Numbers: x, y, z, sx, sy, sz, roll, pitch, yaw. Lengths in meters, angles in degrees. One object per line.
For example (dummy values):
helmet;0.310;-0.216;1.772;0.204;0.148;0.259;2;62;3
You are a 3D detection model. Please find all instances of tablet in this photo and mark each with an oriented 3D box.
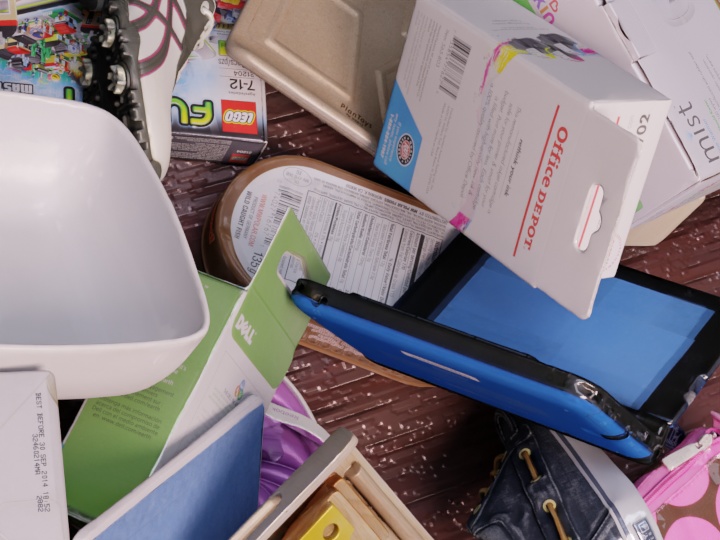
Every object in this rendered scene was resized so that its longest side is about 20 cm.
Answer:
tablet;-0.101;0.156;1.072;0.014;0.131;0.200;13;22;21

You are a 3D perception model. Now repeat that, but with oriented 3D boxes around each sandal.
sandal;-0.043;0.115;1.190;0.082;0.050;0.203;-28;78;-29

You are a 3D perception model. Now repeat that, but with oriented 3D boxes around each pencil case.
pencil case;0.166;0.174;1.217;0.091;0.094;0.200;26;51;34

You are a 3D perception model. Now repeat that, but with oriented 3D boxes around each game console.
game console;0.092;0.019;1.158;0.199;0.171;0.119;18;79;31

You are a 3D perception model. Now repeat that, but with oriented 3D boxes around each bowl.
bowl;-0.195;-0.007;1.062;0.199;0.075;0.200;2;44;-32

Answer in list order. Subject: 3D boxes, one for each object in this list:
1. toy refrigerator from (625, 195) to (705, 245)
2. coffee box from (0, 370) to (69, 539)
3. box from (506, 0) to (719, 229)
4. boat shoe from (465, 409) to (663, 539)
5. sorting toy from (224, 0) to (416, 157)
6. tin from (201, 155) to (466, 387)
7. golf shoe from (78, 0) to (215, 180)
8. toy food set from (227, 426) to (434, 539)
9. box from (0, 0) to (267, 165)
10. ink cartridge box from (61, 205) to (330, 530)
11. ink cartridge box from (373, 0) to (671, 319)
toy refrigerator;0.165;-0.123;1.363;0.070;0.076;0.201;0;67;-20
coffee box;-0.200;0.139;1.033;0.079;0.200;0.114;-2;67;-17
box;0.187;-0.146;1.268;0.176;0.097;0.201;-24;83;-39
boat shoe;0.095;0.128;1.181;0.091;0.200;0.071;-25;113;-6
sorting toy;0.015;-0.151;1.325;0.185;0.036;0.201;34;50;-15
tin;0.000;0.000;1.268;0.199;0.042;0.113;20;65;-11
golf shoe;-0.123;-0.139;1.225;0.088;0.077;0.201;2;66;-27
toy food set;-0.007;0.192;1.090;0.144;0.060;0.200;-46;129;-10
box;-0.158;-0.128;1.268;0.199;0.035;0.111;3;66;-19
ink cartridge box;-0.093;0.062;1.134;0.059;0.104;0.201;20;73;21
ink cartridge box;0.102;-0.069;1.175;0.068;0.116;0.200;-6;33;-38
